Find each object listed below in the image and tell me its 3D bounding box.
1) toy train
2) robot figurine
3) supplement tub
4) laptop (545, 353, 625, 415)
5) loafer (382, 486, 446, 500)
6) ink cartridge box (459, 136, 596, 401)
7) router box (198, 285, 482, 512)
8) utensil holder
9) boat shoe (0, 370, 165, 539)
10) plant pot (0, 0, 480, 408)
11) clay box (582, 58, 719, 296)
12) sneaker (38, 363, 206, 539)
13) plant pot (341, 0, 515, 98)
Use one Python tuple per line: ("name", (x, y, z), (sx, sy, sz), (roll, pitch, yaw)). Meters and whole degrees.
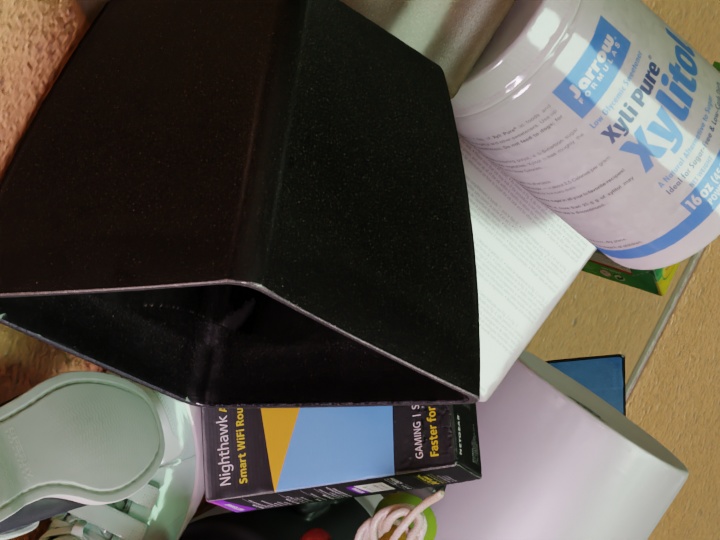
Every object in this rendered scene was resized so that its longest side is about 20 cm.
("toy train", (0.012, 0.160, 1.510), (0.200, 0.085, 0.116), (-49, 179, 33))
("robot figurine", (-0.050, 0.196, 1.675), (0.200, 0.150, 0.125), (-22, 87, -58))
("supplement tub", (0.133, -0.102, 1.607), (0.200, 0.132, 0.132), (36, 72, -32))
("laptop", (0.097, 0.171, 1.973), (0.200, 0.116, 0.187), (-50, 147, -38))
("loafer", (-0.018, 0.096, 1.730), (0.200, 0.071, 0.073), (50, 34, -41))
("ink cartridge box", (0.075, -0.041, 1.692), (0.161, 0.050, 0.200), (41, 79, -31))
("router box", (-0.015, 0.027, 1.515), (0.051, 0.149, 0.200), (36, 46, -65))
("utensil holder", (0.103, 0.172, 1.849), (0.200, 0.170, 0.170), (-56, 155, 5))
("boat shoe", (-0.181, 0.100, 1.408), (0.200, 0.060, 0.076), (-7, 78, -54))
("plant pot", (-0.057, -0.041, 1.394), (0.199, 0.200, 0.178), (27, 67, -48))
("clay box", (0.213, -0.088, 2.025), (0.200, 0.115, 0.048), (-62, 153, -19))
("sneaker", (-0.148, 0.143, 1.498), (0.118, 0.074, 0.201), (-20, 127, -64))
("plant pot", (0.032, -0.213, 1.494), (0.198, 0.200, 0.200), (-63, 155, 0))
